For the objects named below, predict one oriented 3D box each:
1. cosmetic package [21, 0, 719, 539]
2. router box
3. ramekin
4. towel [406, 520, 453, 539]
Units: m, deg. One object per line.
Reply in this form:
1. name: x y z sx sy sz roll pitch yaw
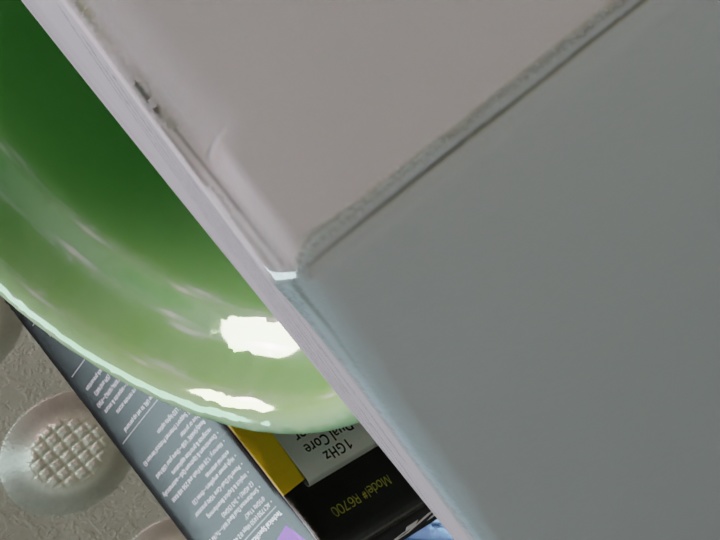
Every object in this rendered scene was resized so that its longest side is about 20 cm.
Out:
1. cosmetic package: 0.005 -0.066 0.446 0.200 0.123 0.199 52 178 25
2. router box: 0.000 0.000 0.852 0.149 0.200 0.051 52 135 10
3. ramekin: -0.038 -0.066 0.701 0.200 0.098 0.200 28 145 22
4. towel: 0.022 0.017 1.119 0.112 0.049 0.200 0 109 51
